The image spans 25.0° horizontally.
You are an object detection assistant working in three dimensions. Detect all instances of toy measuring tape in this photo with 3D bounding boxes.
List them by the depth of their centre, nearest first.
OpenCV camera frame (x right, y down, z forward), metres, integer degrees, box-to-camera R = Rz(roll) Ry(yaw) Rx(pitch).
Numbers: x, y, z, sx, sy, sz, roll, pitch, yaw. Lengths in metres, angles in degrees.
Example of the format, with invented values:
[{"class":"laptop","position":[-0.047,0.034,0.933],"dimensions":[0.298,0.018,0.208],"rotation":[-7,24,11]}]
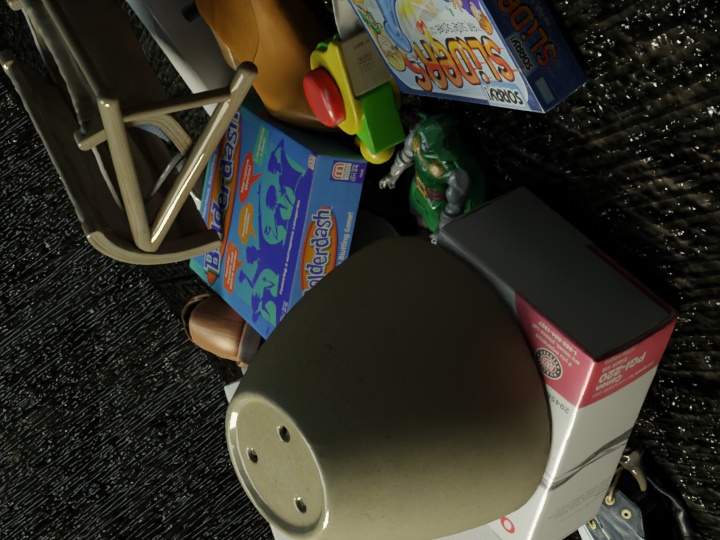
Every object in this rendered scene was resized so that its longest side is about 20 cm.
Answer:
[{"class":"toy measuring tape","position":[-0.013,-0.163,1.108],"dimensions":[0.074,0.073,0.201],"rotation":[36,150,52]}]

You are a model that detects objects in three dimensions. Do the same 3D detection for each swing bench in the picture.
[{"class":"swing bench","position":[-0.187,-0.135,1.232],"dimensions":[0.199,0.129,0.200],"rotation":[58,148,30]}]

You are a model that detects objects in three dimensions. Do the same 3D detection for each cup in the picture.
[{"class":"cup","position":[0.000,0.096,1.033],"dimensions":[0.200,0.143,0.201],"rotation":[29,131,39]}]

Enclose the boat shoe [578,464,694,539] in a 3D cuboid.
[{"class":"boat shoe","position":[0.189,0.153,1.249],"dimensions":[0.201,0.071,0.091],"rotation":[56,158,-22]}]

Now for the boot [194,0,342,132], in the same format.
[{"class":"boot","position":[-0.069,-0.194,1.205],"dimensions":[0.201,0.071,0.144],"rotation":[35,153,43]}]

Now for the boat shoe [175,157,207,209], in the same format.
[{"class":"boat shoe","position":[-0.121,-0.076,1.493],"dimensions":[0.200,0.060,0.074],"rotation":[-22,-96,-60]}]

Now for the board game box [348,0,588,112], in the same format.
[{"class":"board game box","position":[0.043,-0.163,0.953],"dimensions":[0.136,0.034,0.200],"rotation":[57,167,-19]}]

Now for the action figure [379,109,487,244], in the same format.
[{"class":"action figure","position":[0.055,-0.056,1.178],"dimensions":[0.118,0.055,0.200],"rotation":[50,164,24]}]

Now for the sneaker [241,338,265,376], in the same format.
[{"class":"sneaker","position":[-0.051,0.011,1.480],"dimensions":[0.074,0.201,0.088],"rotation":[17,159,-2]}]

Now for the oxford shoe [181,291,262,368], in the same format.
[{"class":"oxford shoe","position":[-0.114,0.040,1.367],"dimensions":[0.071,0.072,0.200],"rotation":[16,175,-2]}]

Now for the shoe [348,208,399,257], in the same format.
[{"class":"shoe","position":[0.000,0.000,1.281],"dimensions":[0.091,0.072,0.200],"rotation":[46,173,-33]}]

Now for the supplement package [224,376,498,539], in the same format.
[{"class":"supplement package","position":[0.029,0.146,1.294],"dimensions":[0.147,0.190,0.201],"rotation":[-22,-87,-70]}]

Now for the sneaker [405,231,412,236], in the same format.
[{"class":"sneaker","position":[-0.012,-0.021,1.453],"dimensions":[0.200,0.076,0.105],"rotation":[42,164,39]}]

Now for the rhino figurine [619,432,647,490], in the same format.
[{"class":"rhino figurine","position":[0.147,0.075,1.173],"dimensions":[0.200,0.060,0.087],"rotation":[53,162,10]}]

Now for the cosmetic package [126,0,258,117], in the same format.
[{"class":"cosmetic package","position":[-0.128,-0.206,1.349],"dimensions":[0.200,0.082,0.051],"rotation":[54,168,-7]}]

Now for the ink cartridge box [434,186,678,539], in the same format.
[{"class":"ink cartridge box","position":[0.107,0.071,1.076],"dimensions":[0.146,0.085,0.201],"rotation":[42,141,29]}]

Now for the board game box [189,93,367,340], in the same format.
[{"class":"board game box","position":[-0.068,-0.041,1.249],"dimensions":[0.200,0.045,0.153],"rotation":[37,119,59]}]

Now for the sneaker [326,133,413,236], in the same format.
[{"class":"sneaker","position":[-0.037,-0.086,1.385],"dimensions":[0.199,0.079,0.075],"rotation":[28,154,22]}]
